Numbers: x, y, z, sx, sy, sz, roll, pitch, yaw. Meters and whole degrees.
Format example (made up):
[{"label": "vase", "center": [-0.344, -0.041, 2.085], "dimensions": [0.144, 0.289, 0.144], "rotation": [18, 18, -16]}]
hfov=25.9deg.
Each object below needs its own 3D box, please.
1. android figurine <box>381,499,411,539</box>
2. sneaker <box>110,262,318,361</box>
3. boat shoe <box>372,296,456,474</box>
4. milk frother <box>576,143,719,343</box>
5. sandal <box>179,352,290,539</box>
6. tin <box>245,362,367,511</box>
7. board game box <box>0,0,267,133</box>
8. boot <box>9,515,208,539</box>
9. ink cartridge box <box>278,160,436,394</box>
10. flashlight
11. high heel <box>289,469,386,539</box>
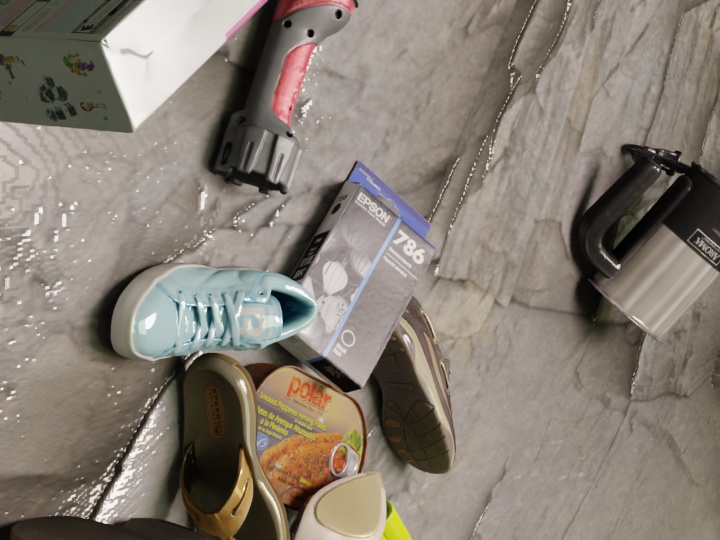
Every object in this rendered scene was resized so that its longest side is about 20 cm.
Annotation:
[{"label": "android figurine", "center": [-0.006, 0.308, 1.465], "dimensions": [0.182, 0.041, 0.200], "rotation": [-58, 139, -33]}, {"label": "sneaker", "center": [-0.105, 0.030, 1.211], "dimensions": [0.200, 0.082, 0.074], "rotation": [-16, 109, -55]}, {"label": "boat shoe", "center": [0.060, 0.108, 1.495], "dimensions": [0.073, 0.074, 0.200], "rotation": [-50, 137, -40]}, {"label": "milk frother", "center": [0.354, -0.047, 1.881], "dimensions": [0.188, 0.180, 0.200], "rotation": [-48, 180, 9]}, {"label": "sandal", "center": [-0.109, 0.165, 1.235], "dimensions": [0.054, 0.080, 0.200], "rotation": [-35, 120, -62]}, {"label": "tin", "center": [-0.058, 0.146, 1.353], "dimensions": [0.200, 0.042, 0.112], "rotation": [36, 71, -55]}, {"label": "board game box", "center": [-0.179, -0.154, 0.946], "dimensions": [0.148, 0.200, 0.064], "rotation": [-51, 136, -39]}, {"label": "boot", "center": [-0.185, 0.221, 1.144], "dimensions": [0.200, 0.074, 0.075], "rotation": [23, 87, -59]}, {"label": "ink cartridge box", "center": [0.000, 0.000, 1.375], "dimensions": [0.099, 0.039, 0.200], "rotation": [39, 58, -20]}, {"label": "flashlight", "center": [-0.052, -0.160, 1.269], "dimensions": [0.068, 0.068, 0.200], "rotation": [32, 68, -50]}, {"label": "high heel", "center": [-0.050, 0.261, 1.353], "dimensions": [0.143, 0.071, 0.200], "rotation": [-55, 177, 41]}]
